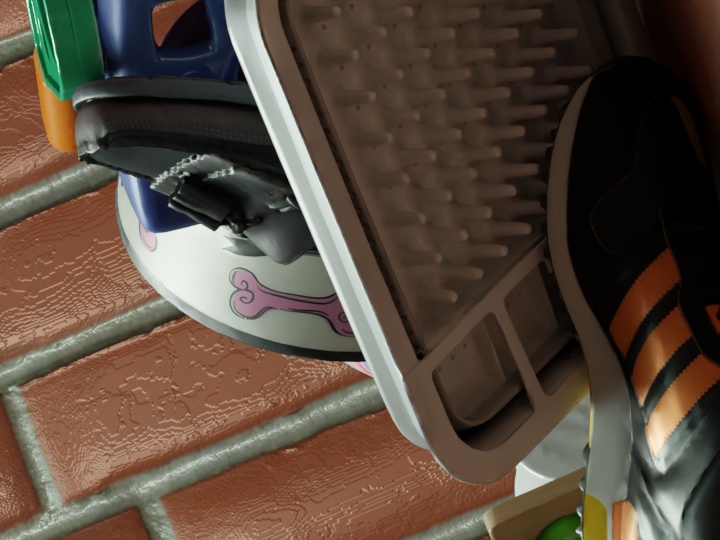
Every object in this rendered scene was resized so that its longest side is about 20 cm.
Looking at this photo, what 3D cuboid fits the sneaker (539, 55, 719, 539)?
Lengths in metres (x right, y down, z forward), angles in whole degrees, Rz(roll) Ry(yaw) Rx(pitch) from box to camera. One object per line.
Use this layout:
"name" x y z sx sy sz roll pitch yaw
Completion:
"sneaker" 0.118 0.027 0.756 0.070 0.090 0.200 -6 -87 -44

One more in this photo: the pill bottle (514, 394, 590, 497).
"pill bottle" 0.151 0.142 1.333 0.110 0.110 0.200 -111 -2 -45

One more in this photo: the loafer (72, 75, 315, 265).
"loafer" -0.007 -0.025 0.828 0.072 0.200 0.063 167 110 -65

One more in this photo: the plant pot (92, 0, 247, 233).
"plant pot" -0.030 -0.162 0.897 0.200 0.200 0.180 -113 6 -45

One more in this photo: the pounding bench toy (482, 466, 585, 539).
"pounding bench toy" 0.115 0.186 1.128 0.156 0.200 0.124 -112 -2 -52

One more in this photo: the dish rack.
"dish rack" 0.034 -0.049 0.768 0.044 0.172 0.200 1 122 44

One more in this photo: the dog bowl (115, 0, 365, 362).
"dog bowl" -0.005 -0.056 0.988 0.200 0.200 0.074 -111 18 -45

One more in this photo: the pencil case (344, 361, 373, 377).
"pencil case" 0.000 0.000 1.057 0.200 0.087 0.087 34 168 22

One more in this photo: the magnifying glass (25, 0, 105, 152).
"magnifying glass" -0.113 -0.086 0.874 0.200 0.022 0.080 115 139 -73
